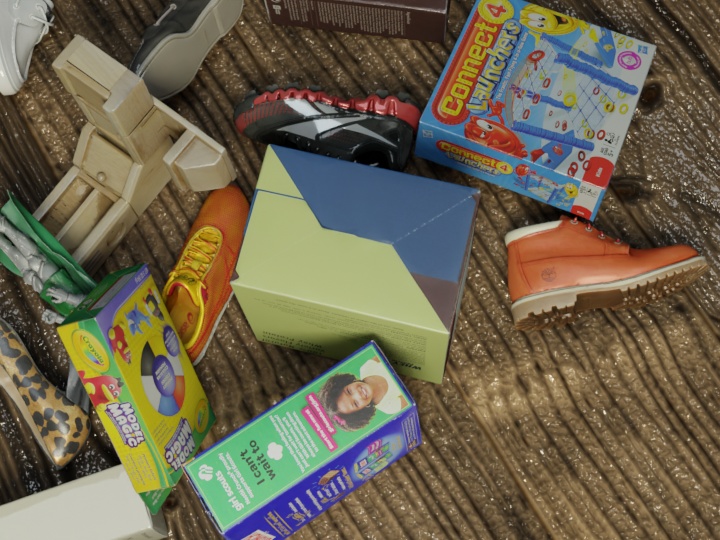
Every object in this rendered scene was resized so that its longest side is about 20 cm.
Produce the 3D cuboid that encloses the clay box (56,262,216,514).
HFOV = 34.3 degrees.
[{"bbox_3d":[-0.195,0.109,1.068,0.047,0.115,0.201,-15,111,20],"label":"clay box"}]

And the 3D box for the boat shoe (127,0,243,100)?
[{"bbox_3d":[-0.195,-0.244,1.235,0.057,0.067,0.200,15,49,24],"label":"boat shoe"}]

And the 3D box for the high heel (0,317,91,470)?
[{"bbox_3d":[-0.360,0.119,1.137,0.198,0.072,0.144,4,66,-6],"label":"high heel"}]

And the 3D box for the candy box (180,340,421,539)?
[{"bbox_3d":[-0.046,0.168,1.061,0.199,0.169,0.077,-34,71,-8],"label":"candy box"}]

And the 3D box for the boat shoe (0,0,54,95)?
[{"bbox_3d":[-0.369,-0.286,1.275,0.068,0.072,0.202,-7,63,1],"label":"boat shoe"}]

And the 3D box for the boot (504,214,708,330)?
[{"bbox_3d":[0.240,-0.014,1.159,0.198,0.075,0.108,-10,67,0],"label":"boot"}]

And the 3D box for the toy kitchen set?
[{"bbox_3d":[-0.238,-0.077,1.129,0.163,0.200,0.181,34,77,13],"label":"toy kitchen set"}]

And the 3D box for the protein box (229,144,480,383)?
[{"bbox_3d":[0.000,0.000,1.095,0.197,0.200,0.136,13,73,6],"label":"protein box"}]

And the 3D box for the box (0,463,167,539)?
[{"bbox_3d":[-0.288,0.246,1.093,0.198,0.082,0.069,-18,72,-2],"label":"box"}]

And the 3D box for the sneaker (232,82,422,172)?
[{"bbox_3d":[-0.037,-0.136,1.207,0.198,0.071,0.099,5,70,2],"label":"sneaker"}]

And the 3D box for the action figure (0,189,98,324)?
[{"bbox_3d":[-0.284,0.023,1.130,0.200,0.118,0.055,41,58,-1],"label":"action figure"}]

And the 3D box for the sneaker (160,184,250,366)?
[{"bbox_3d":[-0.155,0.004,1.166,0.072,0.077,0.202,13,72,8],"label":"sneaker"}]

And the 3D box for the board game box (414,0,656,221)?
[{"bbox_3d":[0.180,-0.175,1.196,0.194,0.056,0.201,20,61,8],"label":"board game box"}]

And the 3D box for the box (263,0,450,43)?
[{"bbox_3d":[0.002,-0.316,1.263,0.198,0.075,0.101,8,72,7],"label":"box"}]
